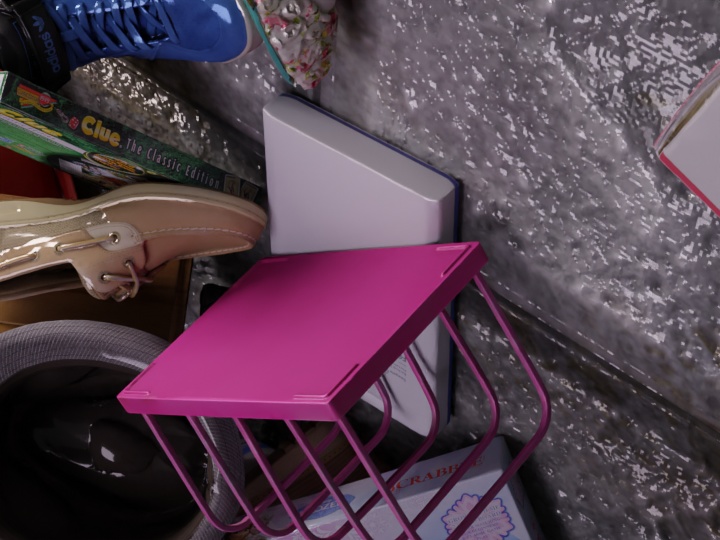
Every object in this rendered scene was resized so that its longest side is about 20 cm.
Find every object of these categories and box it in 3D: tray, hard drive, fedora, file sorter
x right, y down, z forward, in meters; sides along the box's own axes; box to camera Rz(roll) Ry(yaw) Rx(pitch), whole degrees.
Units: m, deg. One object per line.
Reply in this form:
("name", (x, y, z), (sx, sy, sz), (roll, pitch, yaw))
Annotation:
("tray", (-0.212, 0.003, 1.198), (0.199, 0.099, 0.037), (8, 156, -5))
("hard drive", (0.000, 0.000, 1.110), (0.132, 0.025, 0.200), (29, 142, 27))
("fedora", (-0.171, 0.116, 1.168), (0.199, 0.090, 0.178), (2, 95, 1))
("file sorter", (-0.011, 0.078, 1.055), (0.200, 0.139, 0.126), (-3, 124, 50))

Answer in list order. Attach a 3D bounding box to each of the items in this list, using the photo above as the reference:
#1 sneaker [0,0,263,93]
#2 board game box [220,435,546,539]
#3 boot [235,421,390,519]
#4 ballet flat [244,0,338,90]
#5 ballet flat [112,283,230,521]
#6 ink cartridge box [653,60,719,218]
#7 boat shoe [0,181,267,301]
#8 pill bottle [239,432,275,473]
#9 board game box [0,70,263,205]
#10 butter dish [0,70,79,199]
("sneaker", (-0.154, -0.141, 1.073), (0.200, 0.111, 0.077), (17, 135, 39))
("board game box", (0.033, 0.224, 1.176), (0.199, 0.041, 0.200), (-19, 113, 13))
("boot", (-0.044, 0.214, 1.230), (0.167, 0.200, 0.072), (53, 178, -10))
("ballet flat", (-0.047, -0.187, 0.952), (0.064, 0.076, 0.200), (-17, 119, 19))
("ballet flat", (-0.127, 0.100, 1.238), (0.057, 0.200, 0.066), (31, -174, -4))
("ink cartridge box", (0.221, -0.060, 0.642), (0.147, 0.200, 0.083), (45, 142, 7))
("boat shoe", (-0.154, -0.011, 1.141), (0.199, 0.065, 0.071), (-5, 160, 17))
("pill bottle", (-0.154, 0.145, 1.350), (0.200, 0.114, 0.114), (26, 140, 30))
("board game box", (-0.166, -0.075, 1.125), (0.200, 0.024, 0.105), (24, 168, -41))
("butter dish", (-0.307, -0.066, 1.291), (0.200, 0.148, 0.200), (20, 137, 36))
